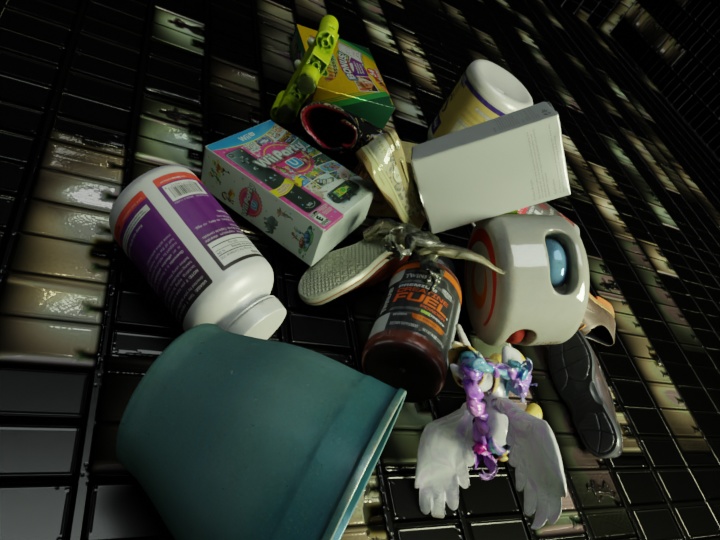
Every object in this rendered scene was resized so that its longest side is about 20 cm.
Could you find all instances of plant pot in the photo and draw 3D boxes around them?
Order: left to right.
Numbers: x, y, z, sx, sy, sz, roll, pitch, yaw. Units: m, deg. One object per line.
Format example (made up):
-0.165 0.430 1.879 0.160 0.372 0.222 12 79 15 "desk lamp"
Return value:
-0.086 0.148 0.433 0.184 0.204 0.201 26 39 12 "plant pot"

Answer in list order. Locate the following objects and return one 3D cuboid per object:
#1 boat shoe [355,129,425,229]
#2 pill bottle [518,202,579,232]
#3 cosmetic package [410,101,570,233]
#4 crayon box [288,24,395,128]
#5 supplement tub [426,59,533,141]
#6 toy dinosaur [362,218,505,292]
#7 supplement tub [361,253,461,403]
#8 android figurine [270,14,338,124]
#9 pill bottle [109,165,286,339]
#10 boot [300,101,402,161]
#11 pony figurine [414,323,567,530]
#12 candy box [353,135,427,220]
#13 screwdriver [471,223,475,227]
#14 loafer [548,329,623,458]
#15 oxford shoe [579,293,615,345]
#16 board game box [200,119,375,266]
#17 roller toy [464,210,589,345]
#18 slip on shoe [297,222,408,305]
0.061 -0.121 0.752 0.074 0.062 0.200 57 8 30 "boat shoe"
0.289 -0.090 0.958 0.197 0.111 0.112 34 41 -3 "pill bottle"
0.174 -0.139 0.718 0.082 0.194 0.115 -74 147 -60 "cosmetic package"
-0.040 -0.382 1.030 0.168 0.059 0.204 5 50 -31 "crayon box"
0.218 -0.277 1.008 0.142 0.201 0.148 19 43 -19 "supplement tub"
0.080 -0.022 0.655 0.196 0.049 0.088 23 35 20 "toy dinosaur"
0.074 0.059 0.675 0.105 0.108 0.202 31 41 -6 "supplement tub"
-0.088 -0.327 0.855 0.040 0.182 0.204 28 44 -20 "android figurine"
-0.169 -0.006 0.560 0.201 0.113 0.111 48 42 12 "pill bottle"
-0.003 -0.211 0.852 0.197 0.074 0.151 34 16 2 "boot"
0.148 0.170 0.590 0.198 0.163 0.199 23 60 -55 "pony figurine"
0.082 -0.144 0.858 0.195 0.116 0.056 0 52 -34 "candy box"
0.205 -0.060 0.886 0.200 0.028 0.029 48 8 -23 "screwdriver"
0.342 0.182 0.794 0.062 0.071 0.205 25 45 -42 "loafer"
0.369 0.070 0.902 0.195 0.072 0.074 21 48 -18 "oxford shoe"
-0.098 -0.115 0.723 0.197 0.065 0.147 33 40 12 "board game box"
0.236 0.016 0.752 0.135 0.206 0.184 0 28 -5 "roller toy"
0.000 0.000 0.712 0.073 0.063 0.198 29 45 36 "slip on shoe"
